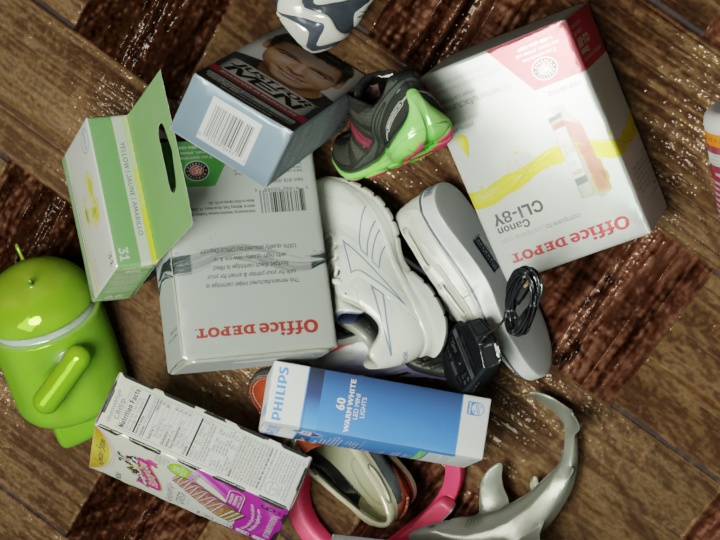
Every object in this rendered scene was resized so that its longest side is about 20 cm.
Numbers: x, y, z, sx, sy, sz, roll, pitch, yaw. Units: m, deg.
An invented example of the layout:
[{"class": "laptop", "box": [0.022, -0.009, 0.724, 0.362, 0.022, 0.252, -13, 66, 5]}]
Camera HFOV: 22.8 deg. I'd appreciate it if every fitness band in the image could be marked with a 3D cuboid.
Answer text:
[{"class": "fitness band", "box": [0.014, 0.207, 1.747, 0.144, 0.037, 0.200, 47, 116, 2]}]

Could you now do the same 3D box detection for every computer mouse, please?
[{"class": "computer mouse", "box": [0.121, 0.052, 1.553, 0.200, 0.034, 0.059, -55, 49, 57]}]

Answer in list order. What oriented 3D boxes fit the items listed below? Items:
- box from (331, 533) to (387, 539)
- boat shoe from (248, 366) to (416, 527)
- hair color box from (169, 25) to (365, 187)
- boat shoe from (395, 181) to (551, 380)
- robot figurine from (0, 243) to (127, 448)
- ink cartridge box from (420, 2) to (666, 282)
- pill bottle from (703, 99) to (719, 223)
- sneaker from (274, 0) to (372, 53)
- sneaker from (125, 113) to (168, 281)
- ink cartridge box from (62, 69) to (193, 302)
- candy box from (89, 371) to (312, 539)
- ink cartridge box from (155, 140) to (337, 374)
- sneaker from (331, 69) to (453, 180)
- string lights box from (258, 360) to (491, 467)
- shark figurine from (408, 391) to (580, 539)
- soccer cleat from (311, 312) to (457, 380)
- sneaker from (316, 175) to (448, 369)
[{"class": "box", "box": [0.068, 0.290, 1.664, 0.199, 0.158, 0.049, 6, 75, 0]}, {"class": "boat shoe", "box": [-0.033, 0.167, 1.699, 0.200, 0.063, 0.071, 42, 119, 7]}, {"class": "hair color box", "box": [-0.076, -0.147, 1.559, 0.099, 0.200, 0.061, 31, 116, 7]}, {"class": "boat shoe", "box": [0.101, 0.018, 1.627, 0.066, 0.072, 0.201, -29, 100, 37]}, {"class": "robot figurine", "box": [-0.300, 0.073, 1.755, 0.115, 0.176, 0.201, -23, 122, -12]}, {"class": "ink cartridge box", "box": [0.161, -0.109, 1.550, 0.144, 0.083, 0.201, -20, 101, 25]}, {"class": "pill bottle", "box": [0.355, -0.046, 1.484, 0.112, 0.113, 0.201, -6, 106, 22]}, {"class": "sneaker", "box": [-0.049, -0.303, 1.562, 0.129, 0.079, 0.200, -34, 95, 26]}, {"class": "sneaker", "box": [-0.218, -0.064, 1.725, 0.077, 0.075, 0.201, 58, 137, 39]}, {"class": "ink cartridge box", "box": [-0.209, -0.071, 1.575, 0.200, 0.048, 0.146, 138, 121, -63]}, {"class": "candy box", "box": [-0.155, 0.182, 1.694, 0.199, 0.061, 0.137, 24, 154, 1]}, {"class": "ink cartridge box", "box": [-0.110, -0.013, 1.609, 0.146, 0.083, 0.201, -3, 78, -17]}, {"class": "sneaker", "box": [0.024, -0.132, 1.561, 0.200, 0.076, 0.084, -20, 90, 68]}, {"class": "string lights box", "box": [0.011, 0.133, 1.627, 0.199, 0.103, 0.059, 11, 79, -5]}, {"class": "shark figurine", "box": [0.161, 0.222, 1.660, 0.128, 0.090, 0.215, 35, 109, -18]}, {"class": "soccer cleat", "box": [0.022, 0.072, 1.686, 0.199, 0.069, 0.073, 10, 147, 7]}, {"class": "sneaker", "box": [0.000, 0.000, 1.622, 0.201, 0.087, 0.075, 58, 150, 19]}]
